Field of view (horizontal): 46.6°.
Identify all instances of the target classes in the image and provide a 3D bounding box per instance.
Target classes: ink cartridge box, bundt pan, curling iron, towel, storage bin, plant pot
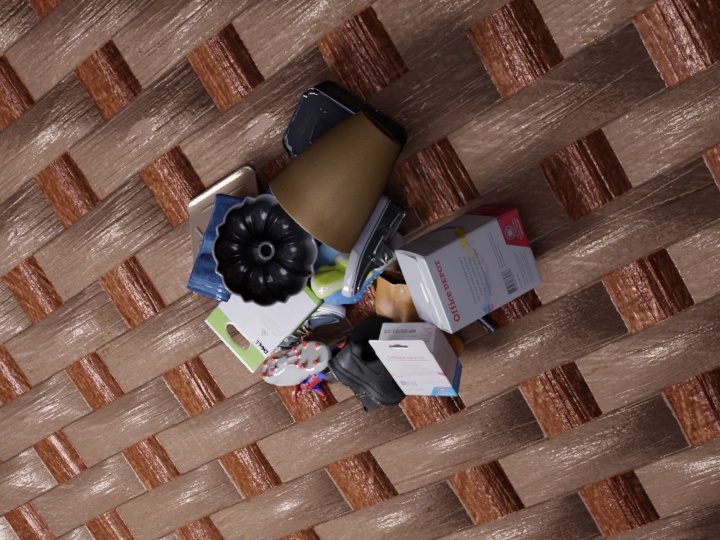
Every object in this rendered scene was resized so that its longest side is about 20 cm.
[{"bbox_3d":[0.105,0.156,1.555,0.113,0.069,0.201,-2,143,26],"label":"ink cartridge box"},{"bbox_3d":[-0.183,-0.036,1.537,0.198,0.076,0.206,0,90,-23],"label":"bundt pan"},{"bbox_3d":[0.182,0.054,1.613,0.199,0.050,0.026,41,129,-3],"label":"curling iron"},{"bbox_3d":[0.187,-0.007,1.480,0.197,0.144,0.148,-26,104,-15],"label":"ink cartridge box"},{"bbox_3d":[-0.185,0.074,1.644,0.148,0.076,0.200,45,99,4],"label":"ink cartridge box"},{"bbox_3d":[-0.260,-0.046,1.600,0.110,0.048,0.203,14,82,37],"label":"towel"},{"bbox_3d":[-0.029,-0.242,1.545,0.198,0.094,0.136,33,117,5],"label":"storage bin"},{"bbox_3d":[-0.026,-0.166,1.436,0.186,0.186,0.200,42,104,0],"label":"plant pot"}]

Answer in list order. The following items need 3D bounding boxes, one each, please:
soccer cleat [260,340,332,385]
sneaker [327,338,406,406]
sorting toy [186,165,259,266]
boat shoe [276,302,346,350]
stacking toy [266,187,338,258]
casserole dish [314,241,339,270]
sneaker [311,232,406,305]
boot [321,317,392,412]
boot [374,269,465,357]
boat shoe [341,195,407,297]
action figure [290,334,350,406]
[{"bbox_3d":[-0.120,0.192,1.699,0.198,0.071,0.077,-21,143,39],"label":"soccer cleat"},{"bbox_3d":[0.031,0.195,1.601,0.199,0.076,0.091,30,106,-40],"label":"sneaker"},{"bbox_3d":[-0.265,-0.085,1.671,0.183,0.036,0.203,-28,60,25],"label":"sorting toy"},{"bbox_3d":[-0.122,0.116,1.708,0.197,0.071,0.093,-3,67,27],"label":"boat shoe"},{"bbox_3d":[-0.085,-0.102,1.624,0.108,0.117,0.202,-21,113,27],"label":"stacking toy"},{"bbox_3d":[-0.019,-0.049,1.610,0.121,0.039,0.200,35,106,-34],"label":"casserole dish"},{"bbox_3d":[0.000,0.000,1.594,0.197,0.106,0.076,-26,59,-4],"label":"sneaker"},{"bbox_3d":[0.035,0.194,1.688,0.199,0.070,0.173,-37,123,24],"label":"boot"},{"bbox_3d":[0.115,0.082,1.614,0.198,0.071,0.146,20,135,19],"label":"boot"},{"bbox_3d":[0.028,-0.039,1.507,0.070,0.072,0.203,22,77,6],"label":"boat shoe"},{"bbox_3d":[-0.078,0.228,1.739,0.065,0.100,0.199,35,124,-27],"label":"action figure"}]
